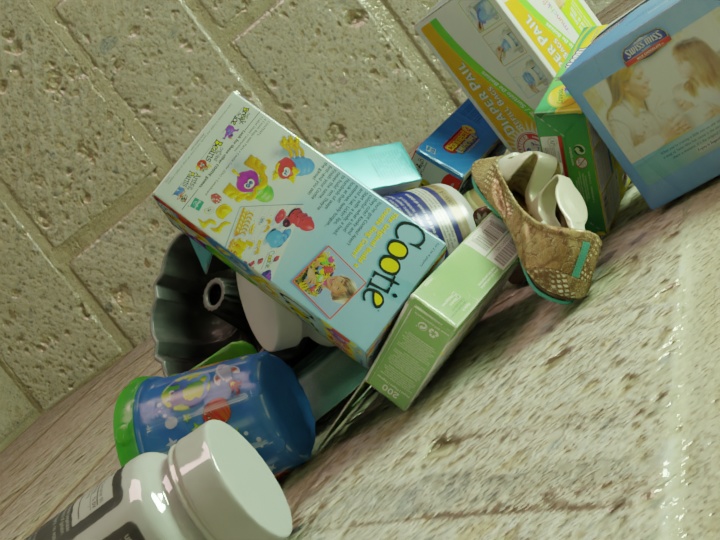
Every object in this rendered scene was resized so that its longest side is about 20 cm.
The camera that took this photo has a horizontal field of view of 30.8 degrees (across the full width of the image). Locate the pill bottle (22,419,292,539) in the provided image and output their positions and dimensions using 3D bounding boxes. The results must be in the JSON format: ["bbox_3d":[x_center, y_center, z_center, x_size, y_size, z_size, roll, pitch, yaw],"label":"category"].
[{"bbox_3d":[-0.152,0.196,0.884,0.200,0.113,0.113,-36,7,9],"label":"pill bottle"}]

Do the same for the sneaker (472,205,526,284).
[{"bbox_3d":[0.169,-0.069,1.156,0.070,0.076,0.200,-31,10,44],"label":"sneaker"}]

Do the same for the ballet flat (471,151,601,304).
[{"bbox_3d":[0.138,-0.051,0.996,0.065,0.070,0.200,-64,27,25],"label":"ballet flat"}]

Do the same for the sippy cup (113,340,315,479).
[{"bbox_3d":[-0.113,0.133,1.080,0.130,0.178,0.140,-24,-24,17],"label":"sippy cup"}]

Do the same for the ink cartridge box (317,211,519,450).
[{"bbox_3d":[0.051,0.060,1.046,0.146,0.048,0.200,-44,-14,-47],"label":"ink cartridge box"}]

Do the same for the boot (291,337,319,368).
[{"bbox_3d":[-0.114,0.142,1.331,0.200,0.074,0.076,-41,-19,-14],"label":"boot"}]

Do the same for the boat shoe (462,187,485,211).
[{"bbox_3d":[0.144,-0.066,1.275,0.063,0.073,0.200,-38,6,14],"label":"boat shoe"}]

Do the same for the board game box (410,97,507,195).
[{"bbox_3d":[0.081,-0.070,1.359,0.200,0.056,0.196,-47,-15,-54],"label":"board game box"}]

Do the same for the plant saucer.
[{"bbox_3d":[-0.033,0.095,1.218,0.200,0.036,0.200,-39,4,4],"label":"plant saucer"}]

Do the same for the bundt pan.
[{"bbox_3d":[-0.116,0.032,1.275,0.202,0.202,0.076,-33,-34,33],"label":"bundt pan"}]

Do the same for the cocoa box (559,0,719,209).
[{"bbox_3d":[0.278,-0.163,0.982,0.200,0.134,0.131,-31,10,39],"label":"cocoa box"}]

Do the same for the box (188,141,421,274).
[{"bbox_3d":[-0.050,-0.058,1.174,0.199,0.049,0.082,-12,-32,-27],"label":"box"}]

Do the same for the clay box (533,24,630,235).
[{"bbox_3d":[0.203,-0.129,1.113,0.047,0.115,0.200,-1,31,25],"label":"clay box"}]

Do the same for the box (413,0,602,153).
[{"bbox_3d":[0.167,-0.203,1.263,0.101,0.200,0.113,-26,18,49],"label":"box"}]

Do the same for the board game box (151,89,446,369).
[{"bbox_3d":[-0.045,-0.028,1.011,0.105,0.200,0.103,-52,-8,-9],"label":"board game box"}]

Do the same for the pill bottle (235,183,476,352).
[{"bbox_3d":[0.000,0.000,1.137,0.199,0.116,0.116,-15,-2,-22],"label":"pill bottle"}]
